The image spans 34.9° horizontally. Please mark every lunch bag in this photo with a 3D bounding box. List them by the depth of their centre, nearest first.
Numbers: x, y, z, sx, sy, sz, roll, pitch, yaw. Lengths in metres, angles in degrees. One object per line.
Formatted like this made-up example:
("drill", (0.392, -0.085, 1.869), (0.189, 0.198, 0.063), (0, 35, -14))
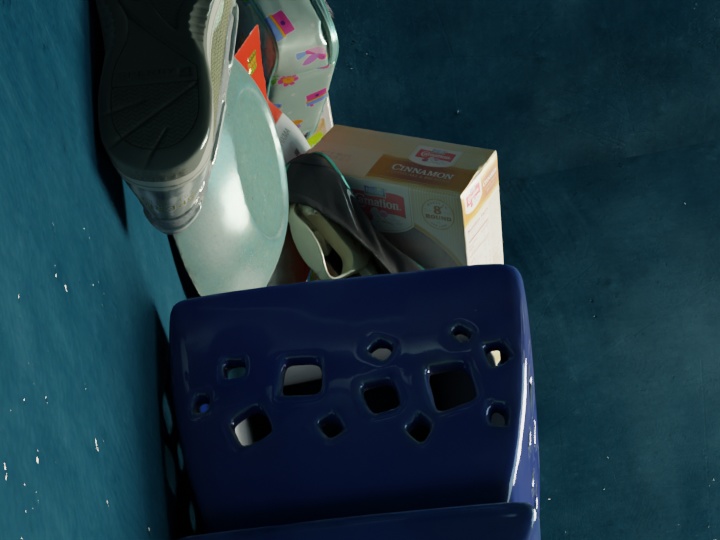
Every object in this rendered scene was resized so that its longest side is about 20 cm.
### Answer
("lunch bag", (-0.088, -0.217, 1.049), (0.162, 0.076, 0.201), (65, -20, 19))

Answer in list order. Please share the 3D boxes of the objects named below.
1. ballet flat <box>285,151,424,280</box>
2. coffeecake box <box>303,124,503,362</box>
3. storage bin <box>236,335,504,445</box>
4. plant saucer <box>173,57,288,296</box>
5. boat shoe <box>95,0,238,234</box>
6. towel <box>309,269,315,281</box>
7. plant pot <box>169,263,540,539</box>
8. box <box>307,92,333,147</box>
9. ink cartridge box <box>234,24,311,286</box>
("ballet flat", (0.000, 0.000, 0.898), (0.201, 0.073, 0.073), (50, 6, -10))
("coffeecake box", (0.039, -0.009, 0.968), (0.073, 0.151, 0.202), (-49, 141, -43))
("storage bin", (-0.001, 0.127, 0.867), (0.134, 0.197, 0.148), (-173, -108, -80))
("plant saucer", (-0.084, -0.069, 0.781), (0.201, 0.038, 0.205), (-8, 90, -77))
("boat shoe", (-0.100, -0.118, 0.605), (0.065, 0.073, 0.205), (91, -6, -58))
("towel", (-0.032, -0.017, 1.127), (0.200, 0.018, 0.087), (175, -71, -85))
("plant pot", (0.006, 0.134, 0.614), (0.181, 0.196, 0.202), (-93, 175, -47))
("box", (-0.082, -0.135, 1.296), (0.102, 0.111, 0.203), (-104, -176, -65))
("ink cartridge box", (-0.074, -0.073, 0.926), (0.163, 0.049, 0.202), (-68, 159, -52))
